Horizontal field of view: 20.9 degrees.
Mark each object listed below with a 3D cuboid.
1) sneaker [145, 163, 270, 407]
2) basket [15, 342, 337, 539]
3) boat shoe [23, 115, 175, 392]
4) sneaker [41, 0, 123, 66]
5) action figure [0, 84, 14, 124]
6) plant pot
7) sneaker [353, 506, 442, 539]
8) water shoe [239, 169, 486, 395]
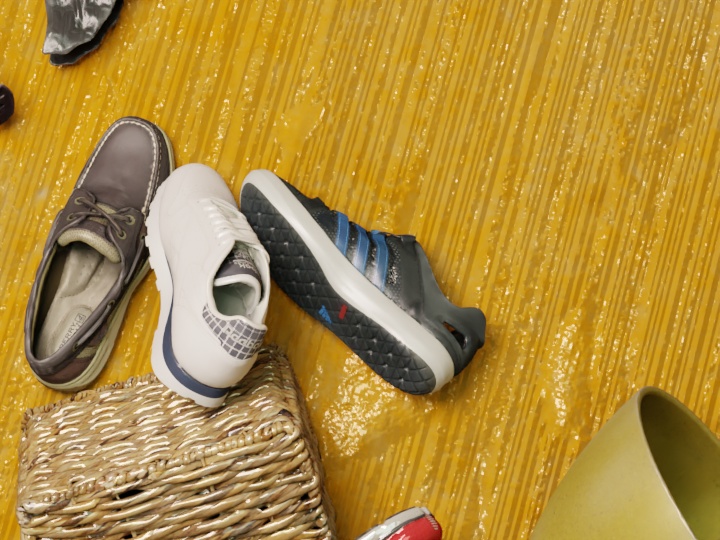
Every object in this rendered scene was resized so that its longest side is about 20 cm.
[{"bbox_3d":[-0.093,-0.005,1.296,0.076,0.081,0.201,18,40,-28],"label":"sneaker"},{"bbox_3d":[-0.120,0.157,1.312,0.199,0.149,0.144,-17,112,-2],"label":"basket"},{"bbox_3d":[-0.179,-0.016,1.344,0.073,0.065,0.201,14,79,6],"label":"boat shoe"},{"bbox_3d":[-0.201,-0.254,1.393,0.104,0.060,0.201,-16,82,-6],"label":"sneaker"},{"bbox_3d":[-0.323,-0.176,1.379,0.130,0.069,0.200,-38,77,-1],"label":"action figure"},{"bbox_3d":[0.183,0.197,1.248,0.142,0.200,0.201,-38,80,20],"label":"plant pot"},{"bbox_3d":[0.000,0.245,1.258,0.085,0.077,0.201,36,92,26],"label":"sneaker"},{"bbox_3d":[0.000,0.000,1.347,0.200,0.072,0.079,46,56,10],"label":"water shoe"}]
